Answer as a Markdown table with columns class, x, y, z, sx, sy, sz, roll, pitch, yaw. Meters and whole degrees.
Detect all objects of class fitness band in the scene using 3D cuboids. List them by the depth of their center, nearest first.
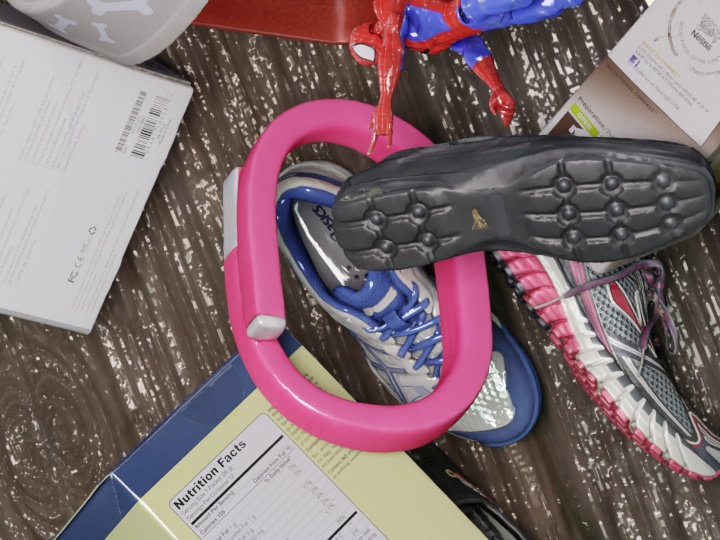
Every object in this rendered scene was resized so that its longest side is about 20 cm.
| class | x | y | z | sx | sy | sz | roll | pitch | yaw |
| --- | --- | --- | --- | --- | --- | --- | --- | --- | --- |
| fitness band | 0.000 | 0.000 | 1.510 | 0.143 | 0.037 | 0.201 | 10 | 57 | -22 |

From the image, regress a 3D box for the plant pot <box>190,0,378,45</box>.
| class | x | y | z | sx | sy | sz | roll | pitch | yaw |
| --- | --- | --- | --- | --- | --- | --- | --- | --- | --- |
| plant pot | -0.036 | -0.236 | 1.494 | 0.199 | 0.200 | 0.178 | 5 | 77 | -34 |

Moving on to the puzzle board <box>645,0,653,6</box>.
| class | x | y | z | sx | sy | sz | roll | pitch | yaw |
| --- | --- | --- | --- | --- | --- | --- | --- | --- | --- |
| puzzle board | 0.275 | -0.130 | 1.562 | 0.199 | 0.017 | 0.152 | -27 | 90 | 11 |

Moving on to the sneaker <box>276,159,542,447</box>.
| class | x | y | z | sx | sy | sz | roll | pitch | yaw |
| --- | --- | --- | --- | --- | --- | --- | --- | --- | --- |
| sneaker | 0.017 | 0.025 | 1.585 | 0.200 | 0.088 | 0.075 | 44 | 99 | 2 |

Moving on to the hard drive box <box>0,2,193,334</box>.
| class | x | y | z | sx | sy | sz | roll | pitch | yaw |
| --- | --- | --- | --- | --- | --- | --- | --- | --- | --- |
| hard drive box | -0.212 | -0.066 | 1.558 | 0.077 | 0.199 | 0.157 | 33 | 102 | 47 |

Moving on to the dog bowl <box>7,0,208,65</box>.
| class | x | y | z | sx | sy | sz | roll | pitch | yaw |
| --- | --- | --- | --- | --- | --- | --- | --- | --- | --- |
| dog bowl | -0.116 | -0.202 | 1.384 | 0.058 | 0.200 | 0.201 | 14 | 100 | -31 |

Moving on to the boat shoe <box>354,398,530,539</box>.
| class | x | y | z | sx | sy | sz | roll | pitch | yaw |
| --- | --- | --- | --- | --- | --- | --- | --- | --- | --- |
| boat shoe | 0.039 | 0.139 | 1.597 | 0.201 | 0.063 | 0.074 | 44 | 79 | 3 |

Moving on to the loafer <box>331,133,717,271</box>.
| class | x | y | z | sx | sy | sz | roll | pitch | yaw |
| --- | --- | --- | --- | --- | --- | --- | --- | --- | --- |
| loafer | 0.084 | -0.042 | 1.463 | 0.199 | 0.071 | 0.069 | -5 | 119 | 17 |

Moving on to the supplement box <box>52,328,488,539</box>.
| class | x | y | z | sx | sy | sz | roll | pitch | yaw |
| --- | --- | --- | --- | --- | --- | --- | --- | --- | --- |
| supplement box | -0.050 | 0.171 | 1.537 | 0.200 | 0.200 | 0.134 | 46 | 58 | 2 |

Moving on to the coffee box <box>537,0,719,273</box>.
| class | x | y | z | sx | sy | sz | roll | pitch | yaw |
| --- | --- | --- | --- | --- | --- | --- | --- | --- | --- |
| coffee box | 0.185 | -0.100 | 1.491 | 0.080 | 0.113 | 0.200 | 50 | 124 | 15 |

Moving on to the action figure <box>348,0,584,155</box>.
| class | x | y | z | sx | sy | sz | roll | pitch | yaw |
| --- | --- | --- | --- | --- | --- | --- | --- | --- | --- |
| action figure | 0.071 | -0.111 | 1.461 | 0.199 | 0.065 | 0.100 | -9 | 76 | 40 |

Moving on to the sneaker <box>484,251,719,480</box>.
| class | x | y | z | sx | sy | sz | roll | pitch | yaw |
| --- | --- | --- | --- | --- | --- | --- | --- | --- | --- |
| sneaker | 0.142 | 0.028 | 1.568 | 0.074 | 0.081 | 0.201 | -35 | 91 | -1 |
